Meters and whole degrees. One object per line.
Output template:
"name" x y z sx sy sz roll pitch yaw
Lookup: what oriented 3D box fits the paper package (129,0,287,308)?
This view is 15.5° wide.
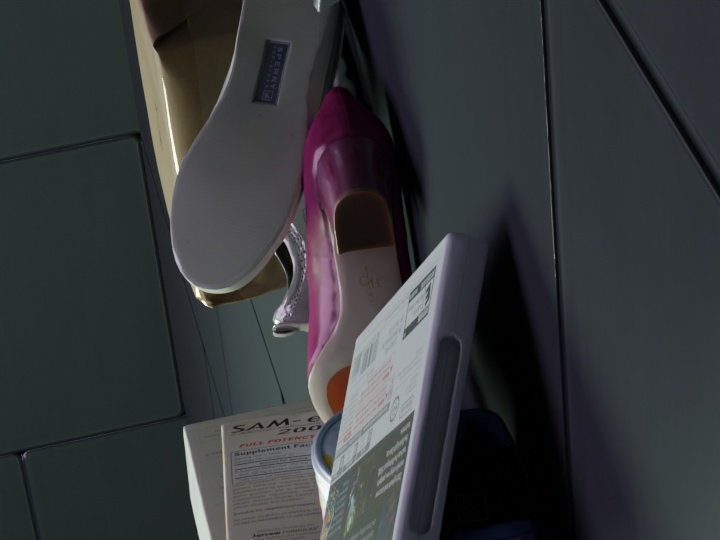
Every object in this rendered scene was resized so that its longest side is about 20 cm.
"paper package" -0.089 -0.116 1.749 0.191 0.103 0.201 -112 12 -53

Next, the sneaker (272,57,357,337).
"sneaker" -0.036 -0.056 1.516 0.075 0.081 0.201 100 157 -71

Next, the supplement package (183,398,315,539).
"supplement package" -0.043 0.208 1.831 0.120 0.120 0.201 91 166 -56

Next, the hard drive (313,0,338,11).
"hard drive" -0.018 -0.232 1.267 0.200 0.042 0.136 92 165 -60

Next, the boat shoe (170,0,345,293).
"boat shoe" -0.048 -0.078 1.462 0.072 0.070 0.202 51 -126 -70

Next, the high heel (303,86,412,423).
"high heel" 0.000 0.000 1.448 0.096 0.067 0.201 -99 10 -48

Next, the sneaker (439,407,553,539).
"sneaker" 0.059 0.147 1.170 0.079 0.075 0.201 93 162 -53

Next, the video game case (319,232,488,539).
"video game case" 0.012 0.095 1.218 0.200 0.023 0.183 130 153 -71

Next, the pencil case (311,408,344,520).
"pencil case" 0.022 0.165 1.419 0.091 0.083 0.201 -100 4 -56

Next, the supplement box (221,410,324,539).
"supplement box" -0.040 0.191 1.590 0.200 0.073 0.127 -98 1 -62
